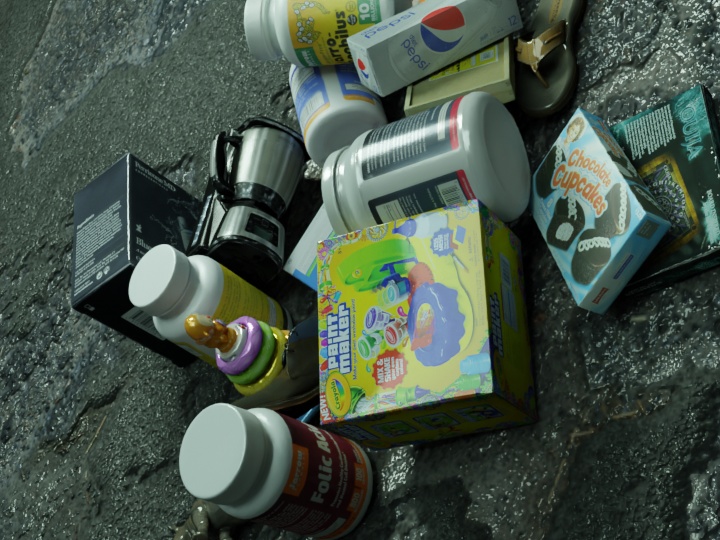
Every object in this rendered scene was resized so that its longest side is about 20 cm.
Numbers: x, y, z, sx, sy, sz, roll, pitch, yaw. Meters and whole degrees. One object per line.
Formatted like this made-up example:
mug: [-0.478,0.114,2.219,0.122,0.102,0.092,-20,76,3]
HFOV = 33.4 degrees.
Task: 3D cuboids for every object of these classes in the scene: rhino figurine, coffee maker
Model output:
rhino figurine: [-0.169,0.290,1.400,0.200,0.060,0.088,-42,23,17]
coffee maker: [-0.149,-0.068,1.578,0.193,0.133,0.202,110,174,-59]

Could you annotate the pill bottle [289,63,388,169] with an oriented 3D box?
pill bottle: [-0.034,-0.233,1.581,0.112,0.112,0.202,-36,43,21]

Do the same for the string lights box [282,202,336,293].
string lights box: [0.000,0.000,1.432,0.104,0.059,0.199,-57,40,-1]

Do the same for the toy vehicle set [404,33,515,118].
toy vehicle set: [0.119,-0.233,1.408,0.122,0.027,0.201,-14,28,15]

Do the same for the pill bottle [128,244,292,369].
pill bottle: [-0.184,0.050,1.469,0.110,0.199,0.113,-23,50,31]

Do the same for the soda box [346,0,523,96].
soda box: [0.088,-0.280,1.414,0.198,0.064,0.068,-27,28,-11]

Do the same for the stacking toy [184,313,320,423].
stacking toy: [-0.128,0.096,1.383,0.110,0.199,0.116,-52,40,3]

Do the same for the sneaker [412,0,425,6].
sneaker: [0.102,-0.326,1.547,0.080,0.071,0.202,32,95,48]

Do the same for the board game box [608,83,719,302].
board game box: [0.305,-0.080,1.209,0.134,0.028,0.202,-24,49,31]

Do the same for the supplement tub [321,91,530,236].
supplement tub: [0.072,-0.099,1.299,0.198,0.140,0.142,-16,53,29]

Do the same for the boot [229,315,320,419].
boot: [-0.078,0.113,1.337,0.098,0.197,0.075,66,153,18]

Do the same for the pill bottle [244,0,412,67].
pill bottle: [-0.040,-0.315,1.499,0.197,0.113,0.114,-3,59,17]

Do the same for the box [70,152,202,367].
box: [-0.275,-0.013,1.602,0.117,0.196,0.202,-33,45,24]

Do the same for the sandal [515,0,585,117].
sandal: [0.217,-0.268,1.401,0.081,0.054,0.203,-4,62,43]

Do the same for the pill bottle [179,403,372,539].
pill bottle: [-0.087,0.210,1.259,0.113,0.199,0.116,-17,61,34]

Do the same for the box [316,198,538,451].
box: [0.066,0.061,1.233,0.190,0.122,0.203,-15,64,25]

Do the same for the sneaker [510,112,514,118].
sneaker: [0.086,-0.156,1.438,0.198,0.078,0.076,-27,47,29]

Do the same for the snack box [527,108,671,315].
snack box: [0.233,-0.064,1.217,0.117,0.037,0.201,-58,28,27]
